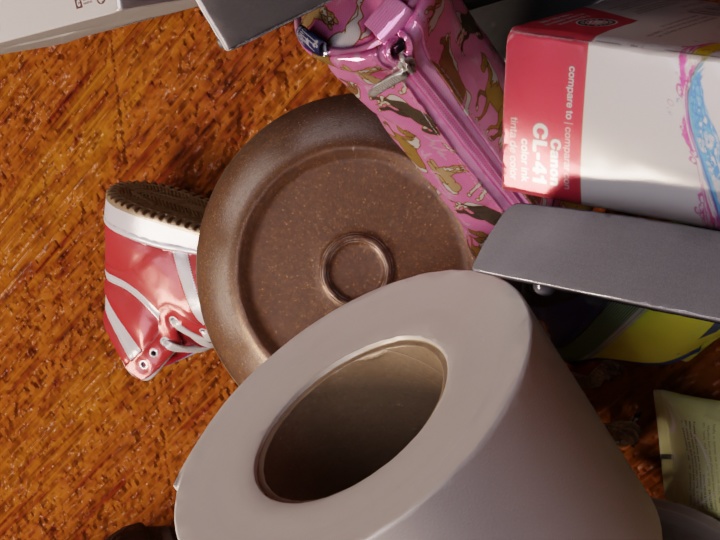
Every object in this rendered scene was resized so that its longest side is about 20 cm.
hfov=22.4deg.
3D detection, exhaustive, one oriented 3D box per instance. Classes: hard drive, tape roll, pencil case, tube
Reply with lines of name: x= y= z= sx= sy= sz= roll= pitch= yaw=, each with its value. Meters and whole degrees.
hard drive: x=0.166 y=0.007 z=0.837 sx=0.198 sy=0.135 sz=0.043 roll=12 pitch=91 yaw=30
tape roll: x=0.029 y=0.118 z=0.883 sx=0.201 sy=0.203 sz=0.140 roll=-15 pitch=122 yaw=37
pencil case: x=0.047 y=-0.081 z=0.916 sx=0.082 sy=0.087 sz=0.200 roll=4 pitch=149 yaw=38
tube: x=0.241 y=0.101 z=0.935 sx=0.199 sy=0.052 sz=0.058 roll=-1 pitch=60 yaw=39

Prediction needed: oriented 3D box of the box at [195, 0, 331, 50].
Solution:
box: x=0.006 y=-0.219 z=0.849 sx=0.199 sy=0.183 sz=0.105 roll=-24 pitch=115 yaw=16

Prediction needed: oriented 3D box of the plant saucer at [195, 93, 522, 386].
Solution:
plant saucer: x=0.000 y=0.000 z=1.026 sx=0.198 sy=0.037 sz=0.203 roll=0 pitch=92 yaw=9

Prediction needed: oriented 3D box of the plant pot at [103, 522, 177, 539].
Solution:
plant pot: x=-0.175 y=0.277 z=1.192 sx=0.198 sy=0.200 sz=0.201 roll=-40 pitch=78 yaw=27

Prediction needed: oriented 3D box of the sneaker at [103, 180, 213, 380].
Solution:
sneaker: x=-0.080 y=0.027 z=1.125 sx=0.199 sy=0.071 sz=0.114 roll=23 pitch=116 yaw=29

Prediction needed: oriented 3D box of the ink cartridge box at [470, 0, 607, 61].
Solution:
ink cartridge box: x=0.108 y=-0.182 z=0.960 sx=0.199 sy=0.037 sz=0.095 roll=-30 pitch=84 yaw=35

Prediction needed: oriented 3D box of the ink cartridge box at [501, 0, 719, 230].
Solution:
ink cartridge box: x=0.186 y=-0.073 z=0.862 sx=0.199 sy=0.147 sz=0.087 roll=15 pitch=111 yaw=32

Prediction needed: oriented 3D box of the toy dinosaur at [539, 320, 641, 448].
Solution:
toy dinosaur: x=0.099 y=0.087 z=1.008 sx=0.100 sy=0.058 sz=0.201 roll=24 pitch=139 yaw=6

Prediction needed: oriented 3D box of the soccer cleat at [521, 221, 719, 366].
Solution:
soccer cleat: x=0.180 y=0.009 z=0.954 sx=0.199 sy=0.065 sz=0.084 roll=-10 pitch=126 yaw=32

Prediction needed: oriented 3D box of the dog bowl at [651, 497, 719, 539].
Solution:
dog bowl: x=0.140 y=0.223 z=0.955 sx=0.201 sy=0.199 sz=0.059 roll=54 pitch=160 yaw=11

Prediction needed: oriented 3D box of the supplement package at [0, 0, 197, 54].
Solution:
supplement package: x=-0.183 y=-0.241 z=1.077 sx=0.190 sy=0.147 sz=0.202 roll=-7 pitch=98 yaw=36

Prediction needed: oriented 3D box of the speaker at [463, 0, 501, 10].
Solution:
speaker: x=0.072 y=-0.178 z=0.914 sx=0.199 sy=0.081 sz=0.082 roll=-11 pitch=96 yaw=36
